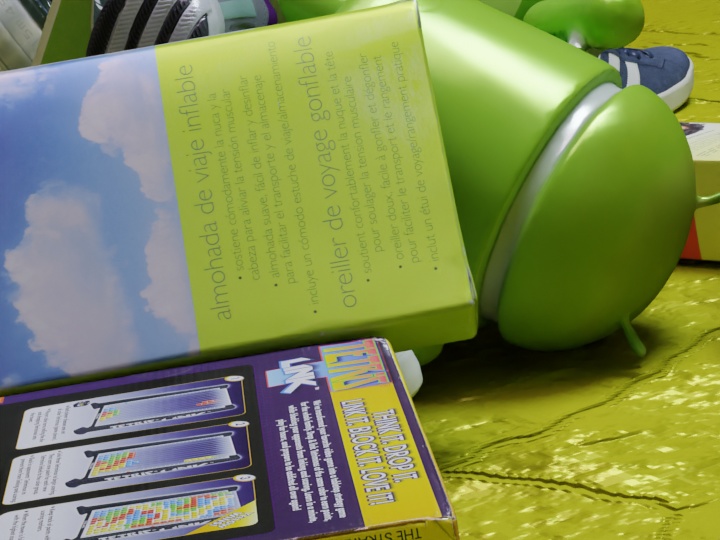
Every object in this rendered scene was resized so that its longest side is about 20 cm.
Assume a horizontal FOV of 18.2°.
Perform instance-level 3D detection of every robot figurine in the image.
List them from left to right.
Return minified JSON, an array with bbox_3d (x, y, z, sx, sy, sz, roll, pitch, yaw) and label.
[{"bbox_3d":[0.044,-0.044,0.893,0.200,0.176,0.116,29,-12,17],"label":"robot figurine"}]

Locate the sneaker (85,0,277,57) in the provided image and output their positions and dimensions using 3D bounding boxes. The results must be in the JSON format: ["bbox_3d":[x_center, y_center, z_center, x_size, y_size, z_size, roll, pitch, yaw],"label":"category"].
[{"bbox_3d":[-0.089,-0.038,0.956,0.074,0.200,0.088,40,31,17],"label":"sneaker"}]

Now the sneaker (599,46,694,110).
[{"bbox_3d":[0.127,-0.125,1.339,0.075,0.085,0.200,3,18,44],"label":"sneaker"}]

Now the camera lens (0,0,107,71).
[{"bbox_3d":[-0.213,-0.085,1.117,0.200,0.160,0.160,-35,8,13],"label":"camera lens"}]

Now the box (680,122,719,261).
[{"bbox_3d":[0.155,-0.036,1.018,0.075,0.050,0.200,-21,18,-40],"label":"box"}]

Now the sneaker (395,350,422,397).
[{"bbox_3d":[-0.079,0.031,0.826,0.200,0.085,0.073,-8,11,0],"label":"sneaker"}]

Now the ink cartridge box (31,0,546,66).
[{"bbox_3d":[-0.030,-0.119,1.001,0.200,0.148,0.076,20,37,-7],"label":"ink cartridge box"}]

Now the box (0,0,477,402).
[{"bbox_3d":[-0.067,-0.019,0.790,0.200,0.122,0.048,-10,-20,-1],"label":"box"}]

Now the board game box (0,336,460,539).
[{"bbox_3d":[-0.059,0.080,0.665,0.165,0.057,0.200,-8,12,-2],"label":"board game box"}]
